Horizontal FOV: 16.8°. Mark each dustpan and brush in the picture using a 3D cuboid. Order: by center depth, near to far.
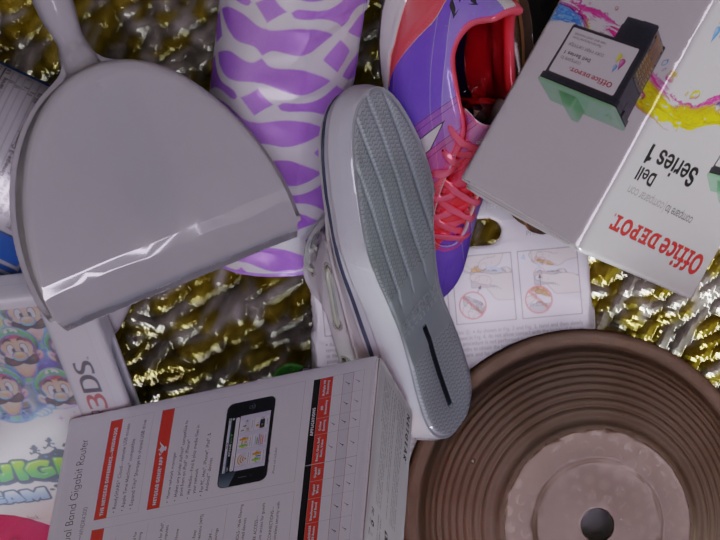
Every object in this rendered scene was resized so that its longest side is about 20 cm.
[{"bbox_3d":[-0.129,-0.081,1.228,0.139,0.057,0.201,-22,84,-11],"label":"dustpan and brush"}]

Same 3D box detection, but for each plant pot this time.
[{"bbox_3d":[0.121,0.132,1.289,0.199,0.093,0.203,0,88,-1],"label":"plant pot"}]

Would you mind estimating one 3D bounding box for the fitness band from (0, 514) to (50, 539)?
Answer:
[{"bbox_3d":[-0.137,0.202,1.326,0.199,0.144,0.038,25,58,19],"label":"fitness band"}]

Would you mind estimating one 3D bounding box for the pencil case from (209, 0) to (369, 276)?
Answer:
[{"bbox_3d":[-0.037,-0.095,1.273,0.085,0.084,0.202,-2,118,-21],"label":"pencil case"}]

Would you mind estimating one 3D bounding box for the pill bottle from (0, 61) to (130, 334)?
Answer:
[{"bbox_3d":[-0.198,-0.053,1.282,0.199,0.112,0.113,25,102,-6],"label":"pill bottle"}]

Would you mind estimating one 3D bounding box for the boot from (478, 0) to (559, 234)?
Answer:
[{"bbox_3d":[0.075,-0.118,1.308,0.075,0.074,0.202,1,108,26],"label":"boot"}]

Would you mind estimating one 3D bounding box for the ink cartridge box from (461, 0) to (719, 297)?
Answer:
[{"bbox_3d":[0.159,-0.099,1.250,0.084,0.144,0.201,33,98,33],"label":"ink cartridge box"}]

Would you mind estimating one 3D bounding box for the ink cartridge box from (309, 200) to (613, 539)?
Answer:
[{"bbox_3d":[0.054,0.060,1.360,0.161,0.057,0.202,-5,83,0],"label":"ink cartridge box"}]

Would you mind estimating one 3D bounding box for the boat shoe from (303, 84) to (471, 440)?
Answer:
[{"bbox_3d":[0.000,0.000,1.254,0.066,0.073,0.202,5,119,34],"label":"boat shoe"}]

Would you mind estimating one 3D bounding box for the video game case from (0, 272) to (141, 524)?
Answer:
[{"bbox_3d":[-0.217,0.077,1.299,0.198,0.024,0.183,-6,135,9],"label":"video game case"}]

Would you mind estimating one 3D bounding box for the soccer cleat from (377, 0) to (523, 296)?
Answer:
[{"bbox_3d":[0.045,-0.063,1.268,0.068,0.073,0.202,-17,125,-34],"label":"soccer cleat"}]

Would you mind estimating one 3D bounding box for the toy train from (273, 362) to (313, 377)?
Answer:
[{"bbox_3d":[-0.069,0.131,1.342,0.056,0.042,0.200,32,118,-13],"label":"toy train"}]

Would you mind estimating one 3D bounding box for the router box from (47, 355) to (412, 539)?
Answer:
[{"bbox_3d":[-0.070,0.147,1.203,0.178,0.201,0.049,-12,136,19],"label":"router box"}]
